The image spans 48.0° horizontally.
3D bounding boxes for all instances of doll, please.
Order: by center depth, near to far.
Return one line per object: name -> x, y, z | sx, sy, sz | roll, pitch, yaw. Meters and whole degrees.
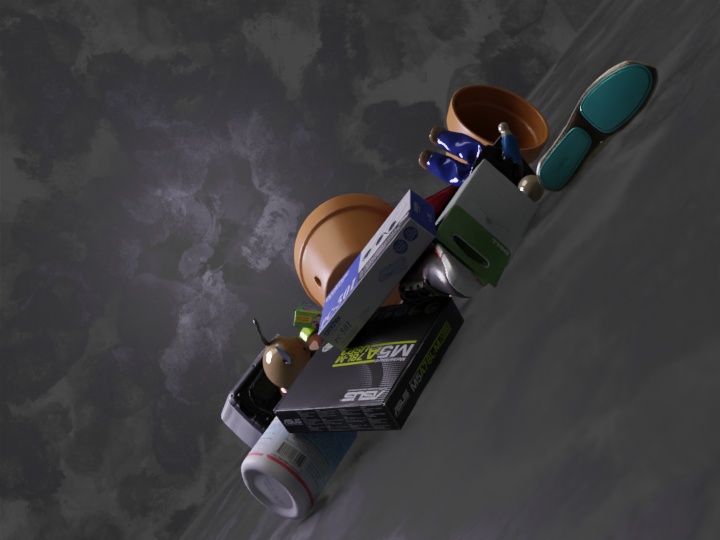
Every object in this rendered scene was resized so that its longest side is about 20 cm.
doll -> 0.185, -0.155, 1.199 | 0.048, 0.198, 0.139 | 16, -78, -59

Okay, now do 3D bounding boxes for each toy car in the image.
toy car -> -0.108, 0.147, 1.398 | 0.159, 0.200, 0.163 | -50, 46, -6

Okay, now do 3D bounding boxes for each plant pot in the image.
plant pot -> 0.000, 0.000, 1.284 | 0.201, 0.198, 0.141 | -50, 27, 14
plant pot -> 0.246, -0.241, 1.559 | 0.201, 0.197, 0.142 | -52, -13, -45

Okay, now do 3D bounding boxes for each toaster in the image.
toaster -> -0.154, 0.261, 1.551 | 0.201, 0.179, 0.119 | -52, -2, -35

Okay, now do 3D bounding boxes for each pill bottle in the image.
pill bottle -> -0.066, 0.223, 1.097 | 0.201, 0.108, 0.109 | -51, 2, -37

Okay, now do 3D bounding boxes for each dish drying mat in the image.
dish drying mat -> 0.139, -0.107, 1.277 | 0.198, 0.018, 0.078 | -31, -30, -41

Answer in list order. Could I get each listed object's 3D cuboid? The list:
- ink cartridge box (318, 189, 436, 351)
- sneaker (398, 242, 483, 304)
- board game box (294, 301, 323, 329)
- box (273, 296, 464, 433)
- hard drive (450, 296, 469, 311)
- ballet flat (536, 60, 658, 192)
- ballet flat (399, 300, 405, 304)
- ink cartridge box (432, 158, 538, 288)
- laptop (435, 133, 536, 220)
ink cartridge box -> 0.020, 0.000, 1.035 | 0.201, 0.044, 0.095 | -52, 13, 23
sneaker -> 0.089, 0.015, 1.008 | 0.082, 0.077, 0.200 | -50, 15, 1
board game box -> -0.014, 0.087, 1.434 | 0.135, 0.194, 0.030 | -78, -6, -86
box -> 0.011, 0.119, 1.020 | 0.197, 0.048, 0.194 | -12, 28, 43
hard drive -> 0.135, 0.030, 1.207 | 0.133, 0.027, 0.200 | -53, 3, -23
ballet flat -> 0.290, -0.183, 1.003 | 0.201, 0.068, 0.062 | -50, -8, 34
ballet flat -> 0.120, -0.012, 1.153 | 0.202, 0.046, 0.067 | -56, -2, -14
ink cartridge box -> 0.156, -0.052, 1.070 | 0.059, 0.103, 0.201 | -48, 4, 44
laptop -> 0.198, -0.116, 1.339 | 0.178, 0.103, 0.200 | -50, 4, 3
